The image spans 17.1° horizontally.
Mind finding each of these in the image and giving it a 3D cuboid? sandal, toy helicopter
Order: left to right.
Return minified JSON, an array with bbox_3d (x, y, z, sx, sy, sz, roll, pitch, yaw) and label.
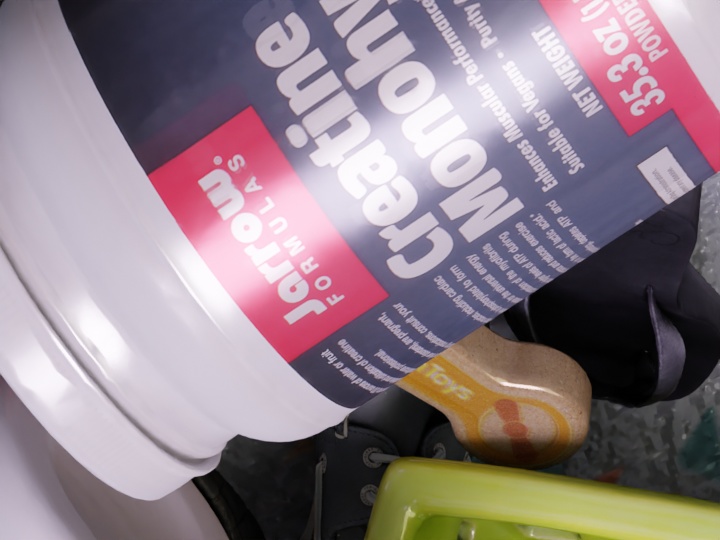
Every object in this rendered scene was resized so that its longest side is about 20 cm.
[{"bbox_3d":[0.000,0.000,0.741,0.199,0.079,0.132,33,129,-25],"label":"toy helicopter"},{"bbox_3d":[0.079,0.013,0.796,0.200,0.075,0.043,59,36,-68],"label":"sandal"}]

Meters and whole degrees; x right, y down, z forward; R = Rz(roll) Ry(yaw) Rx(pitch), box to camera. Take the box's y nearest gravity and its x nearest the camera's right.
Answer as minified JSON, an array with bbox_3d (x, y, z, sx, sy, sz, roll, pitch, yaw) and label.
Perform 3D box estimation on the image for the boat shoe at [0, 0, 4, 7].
[{"bbox_3d":[-0.126,-0.096,0.685,0.199,0.072,0.065,12,142,-28],"label":"boat shoe"}]

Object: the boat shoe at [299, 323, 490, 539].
[{"bbox_3d":[0.015,0.078,0.842,0.072,0.062,0.201,1,113,-24],"label":"boat shoe"}]

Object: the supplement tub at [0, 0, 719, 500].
[{"bbox_3d":[-0.004,-0.046,0.610,0.199,0.141,0.141,-34,125,9],"label":"supplement tub"}]

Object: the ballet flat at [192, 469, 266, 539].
[{"bbox_3d":[-0.084,0.075,0.795,0.066,0.057,0.200,-40,125,-5],"label":"ballet flat"}]

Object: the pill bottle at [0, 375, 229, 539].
[{"bbox_3d":[-0.138,0.131,0.723,0.200,0.113,0.112,-42,126,15],"label":"pill bottle"}]

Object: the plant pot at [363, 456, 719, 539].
[{"bbox_3d":[0.106,0.180,0.807,0.181,0.198,0.202,22,78,-68],"label":"plant pot"}]
